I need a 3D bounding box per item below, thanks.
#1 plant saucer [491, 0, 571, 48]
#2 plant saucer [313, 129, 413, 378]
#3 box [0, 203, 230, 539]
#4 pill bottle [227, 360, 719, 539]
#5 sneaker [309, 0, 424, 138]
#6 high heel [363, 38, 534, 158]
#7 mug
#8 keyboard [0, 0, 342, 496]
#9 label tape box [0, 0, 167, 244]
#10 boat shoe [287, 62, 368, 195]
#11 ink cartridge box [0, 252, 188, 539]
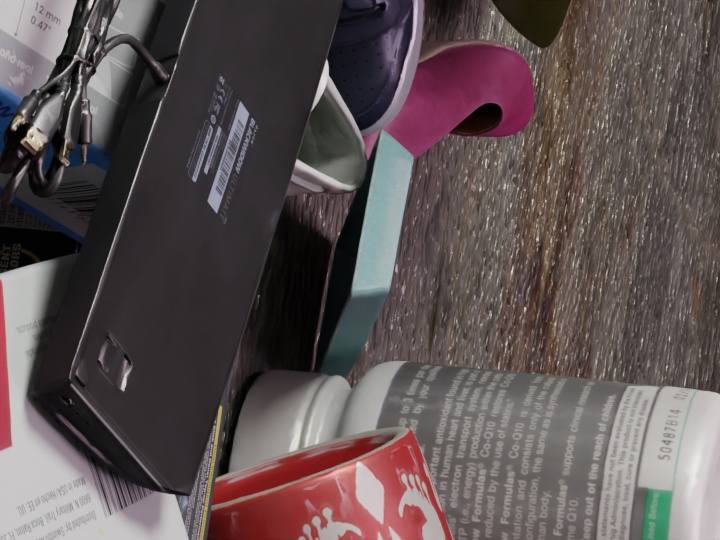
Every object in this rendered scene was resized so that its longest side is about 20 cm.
[{"bbox_3d":[0.087,-0.213,1.367,0.200,0.031,0.200,-175,-90,-83],"label":"plant saucer"},{"bbox_3d":[0.000,0.000,1.151,0.200,0.019,0.070,110,-9,-76],"label":"plant saucer"},{"bbox_3d":[-0.092,0.052,0.924,0.161,0.049,0.200,32,65,-69],"label":"box"},{"bbox_3d":[0.051,0.097,1.146,0.113,0.200,0.113,5,90,-76],"label":"pill bottle"},{"bbox_3d":[-0.022,-0.145,1.048,0.108,0.070,0.200,-39,125,-74],"label":"sneaker"},{"bbox_3d":[0.032,-0.065,1.251,0.200,0.067,0.096,32,55,-66],"label":"high heel"},{"bbox_3d":[0.000,0.172,1.031,0.178,0.133,0.200,-90,162,-88],"label":"mug"},{"bbox_3d":[-0.054,-0.046,0.761,0.127,0.021,0.200,56,41,-48],"label":"keyboard"},{"bbox_3d":[-0.076,-0.121,0.816,0.143,0.066,0.200,33,64,-48],"label":"label tape box"},{"bbox_3d":[-0.044,-0.079,1.006,0.200,0.067,0.074,45,52,-69],"label":"boat shoe"},{"bbox_3d":[-0.103,0.107,0.731,0.146,0.083,0.200,-20,94,-72],"label":"ink cartridge box"}]
